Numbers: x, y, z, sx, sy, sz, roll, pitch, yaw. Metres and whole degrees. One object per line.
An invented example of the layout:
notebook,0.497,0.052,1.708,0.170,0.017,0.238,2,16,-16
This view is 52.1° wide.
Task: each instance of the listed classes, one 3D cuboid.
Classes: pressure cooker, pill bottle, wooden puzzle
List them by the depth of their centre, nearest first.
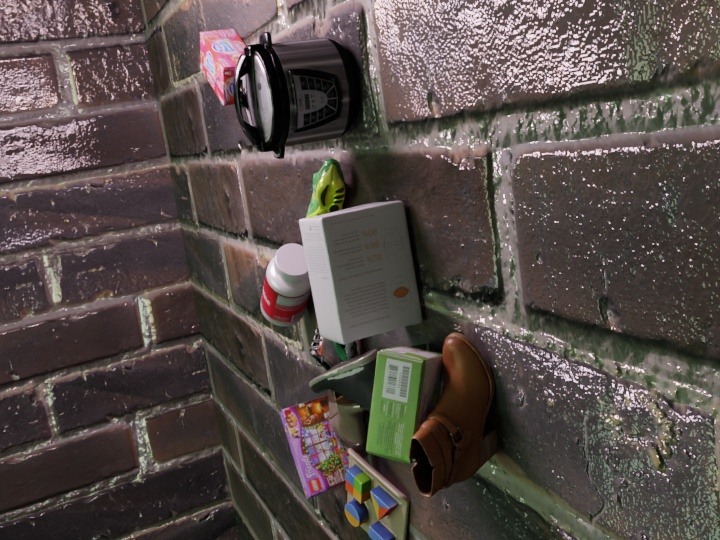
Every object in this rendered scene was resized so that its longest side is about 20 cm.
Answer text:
pressure cooker,-0.125,-0.305,1.287,0.179,0.196,0.179,68,155,22
wooden puzzle,0.024,0.497,1.527,0.184,0.046,0.204,30,131,43
pill bottle,-0.167,0.032,1.692,0.114,0.110,0.201,64,154,28

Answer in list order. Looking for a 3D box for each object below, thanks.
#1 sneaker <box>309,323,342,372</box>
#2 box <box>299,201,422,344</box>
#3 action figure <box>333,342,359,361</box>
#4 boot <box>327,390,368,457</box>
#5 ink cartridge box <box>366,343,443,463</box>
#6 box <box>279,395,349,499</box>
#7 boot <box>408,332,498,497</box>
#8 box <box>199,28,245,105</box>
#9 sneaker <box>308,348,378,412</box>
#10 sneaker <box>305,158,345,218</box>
sneaker,-0.072,0.150,1.570,0.077,0.080,0.204,-27,77,66
box,0.000,0.000,1.214,0.106,0.149,0.205,7,108,65
action figure,-0.034,0.116,1.464,0.119,0.053,0.203,-91,-13,-55
boot,-0.011,0.324,1.555,0.199,0.069,0.149,3,111,67
ink cartridge box,0.088,0.194,1.128,0.074,0.199,0.151,8,93,26
box,-0.089,0.396,1.671,0.203,0.134,0.039,69,156,18
boot,0.119,0.205,1.044,0.076,0.153,0.205,2,105,48
box,-0.322,-0.499,1.796,0.201,0.094,0.101,56,149,40
sneaker,-0.020,0.234,1.432,0.199,0.074,0.108,-28,87,45
sneaker,-0.062,-0.145,1.431,0.201,0.072,0.085,120,157,-62
